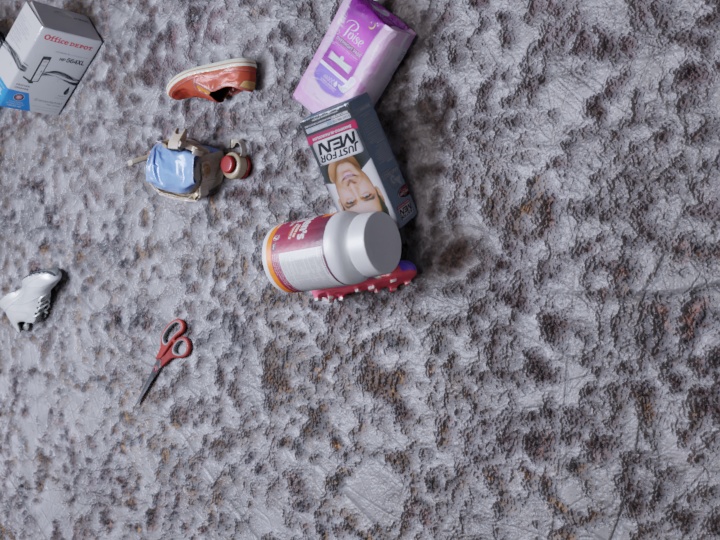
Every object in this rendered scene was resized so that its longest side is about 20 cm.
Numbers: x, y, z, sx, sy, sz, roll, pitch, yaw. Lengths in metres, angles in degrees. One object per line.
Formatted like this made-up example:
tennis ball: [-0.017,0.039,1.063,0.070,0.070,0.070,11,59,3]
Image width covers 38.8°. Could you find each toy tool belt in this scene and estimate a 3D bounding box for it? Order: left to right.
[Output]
toy tool belt: [-0.303,-0.184,1.784,0.199,0.122,0.126,3,91,37]

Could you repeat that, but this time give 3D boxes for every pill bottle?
pill bottle: [-0.043,-0.029,1.524,0.199,0.109,0.111,-9,84,39]

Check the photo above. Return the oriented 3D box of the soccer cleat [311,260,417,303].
soccer cleat: [0.000,0.000,1.586,0.199,0.066,0.077,-14,76,39]

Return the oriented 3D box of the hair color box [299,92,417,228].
hair color box: [-0.002,-0.154,1.542,0.098,0.061,0.201,-14,106,37]

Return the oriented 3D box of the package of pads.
package of pads: [-0.012,-0.316,1.591,0.120,0.075,0.201,43,114,26]

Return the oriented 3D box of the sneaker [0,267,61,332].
sneaker: [-0.668,0.057,2.108,0.200,0.074,0.088,-35,81,39]

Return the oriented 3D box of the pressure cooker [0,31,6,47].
pressure cooker: [-0.821,-0.440,2.154,0.200,0.175,0.179,-48,34,24]

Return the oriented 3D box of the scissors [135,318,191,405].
scissors: [-0.377,0.169,1.907,0.200,0.014,0.073,-44,66,30]

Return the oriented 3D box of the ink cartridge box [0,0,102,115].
ink cartridge box: [-0.629,-0.417,2.028,0.200,0.145,0.085,-49,61,26]

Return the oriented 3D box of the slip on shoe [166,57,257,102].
slip on shoe: [-0.264,-0.324,1.793,0.199,0.074,0.062,-6,88,33]
